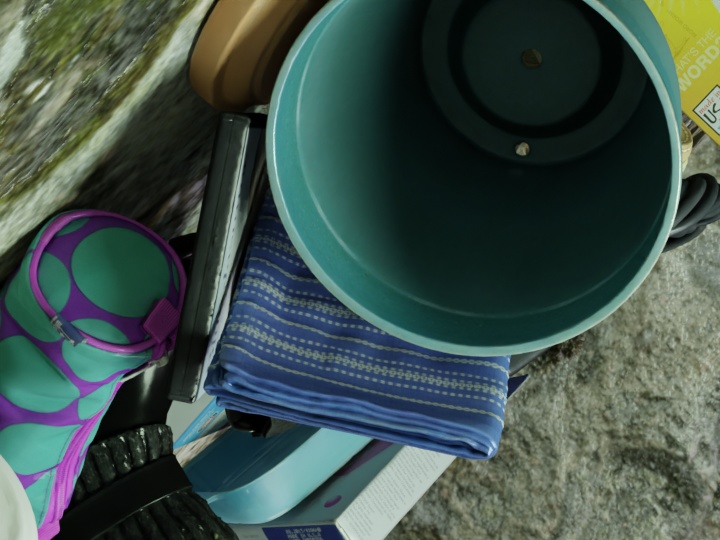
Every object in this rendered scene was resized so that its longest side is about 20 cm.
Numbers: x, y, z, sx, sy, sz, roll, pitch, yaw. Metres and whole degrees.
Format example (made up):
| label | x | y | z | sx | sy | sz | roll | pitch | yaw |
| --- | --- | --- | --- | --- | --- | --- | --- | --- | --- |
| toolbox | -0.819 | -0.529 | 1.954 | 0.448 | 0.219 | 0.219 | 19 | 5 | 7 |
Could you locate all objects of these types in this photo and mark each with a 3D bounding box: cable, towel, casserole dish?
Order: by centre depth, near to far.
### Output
| label | x | y | z | sx | sy | sz | roll | pitch | yaw |
| --- | --- | --- | --- | --- | --- | --- | --- | --- | --- |
| towel | 0.007 | 0.019 | 1.211 | 0.200 | 0.145 | 0.024 | -78 | 180 | -57 |
| cable | 0.129 | -0.007 | 1.363 | 0.200 | 0.051 | 0.163 | -33 | 171 | -20 |
| casserole dish | -0.038 | 0.110 | 1.608 | 0.200 | 0.039 | 0.121 | -39 | -164 | -29 |

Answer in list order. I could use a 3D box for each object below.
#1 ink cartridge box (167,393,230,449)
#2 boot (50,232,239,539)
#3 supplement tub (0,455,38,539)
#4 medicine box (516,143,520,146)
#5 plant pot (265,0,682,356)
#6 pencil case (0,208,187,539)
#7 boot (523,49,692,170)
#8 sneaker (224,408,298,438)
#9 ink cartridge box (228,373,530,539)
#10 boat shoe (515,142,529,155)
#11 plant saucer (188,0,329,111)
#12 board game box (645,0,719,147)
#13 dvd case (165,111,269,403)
| label | x | y | z | sx | sy | sz | roll | pitch | yaw |
| --- | --- | --- | --- | --- | --- | --- | --- | --- | --- |
| ink cartridge box | -0.078 | 0.045 | 1.636 | 0.115 | 0.068 | 0.200 | -48 | 170 | 16 |
| boot | -0.114 | 0.097 | 1.378 | 0.211 | 0.158 | 0.079 | -46 | 153 | 5 |
| supplement tub | -0.255 | 0.168 | 1.166 | 0.140 | 0.140 | 0.200 | -34 | 165 | -52 |
| medicine box | 0.052 | -0.096 | 1.499 | 0.200 | 0.103 | 0.182 | -51 | 169 | 28 |
| plant pot | 0.072 | -0.084 | 1.219 | 0.200 | 0.200 | 0.188 | -50 | -177 | 24 |
| pencil case | -0.161 | 0.059 | 1.259 | 0.085 | 0.092 | 0.200 | -36 | 167 | -42 |
| boot | 0.143 | -0.163 | 1.326 | 0.073 | 0.200 | 0.156 | -7 | 143 | -46 |
| sneaker | -0.044 | 0.066 | 1.479 | 0.104 | 0.060 | 0.200 | -22 | 177 | -23 |
| ink cartridge box | -0.010 | 0.126 | 1.654 | 0.196 | 0.043 | 0.200 | -12 | -152 | 50 |
| boat shoe | 0.122 | -0.052 | 1.449 | 0.065 | 0.071 | 0.200 | -46 | 172 | -3 |
| plant saucer | -0.005 | -0.154 | 1.221 | 0.200 | 0.032 | 0.200 | -45 | 171 | -9 |
| board game box | 0.200 | -0.191 | 1.435 | 0.153 | 0.200 | 0.040 | -48 | 170 | 11 |
| dvd case | -0.069 | -0.012 | 1.255 | 0.200 | 0.018 | 0.143 | -52 | 153 | -86 |
